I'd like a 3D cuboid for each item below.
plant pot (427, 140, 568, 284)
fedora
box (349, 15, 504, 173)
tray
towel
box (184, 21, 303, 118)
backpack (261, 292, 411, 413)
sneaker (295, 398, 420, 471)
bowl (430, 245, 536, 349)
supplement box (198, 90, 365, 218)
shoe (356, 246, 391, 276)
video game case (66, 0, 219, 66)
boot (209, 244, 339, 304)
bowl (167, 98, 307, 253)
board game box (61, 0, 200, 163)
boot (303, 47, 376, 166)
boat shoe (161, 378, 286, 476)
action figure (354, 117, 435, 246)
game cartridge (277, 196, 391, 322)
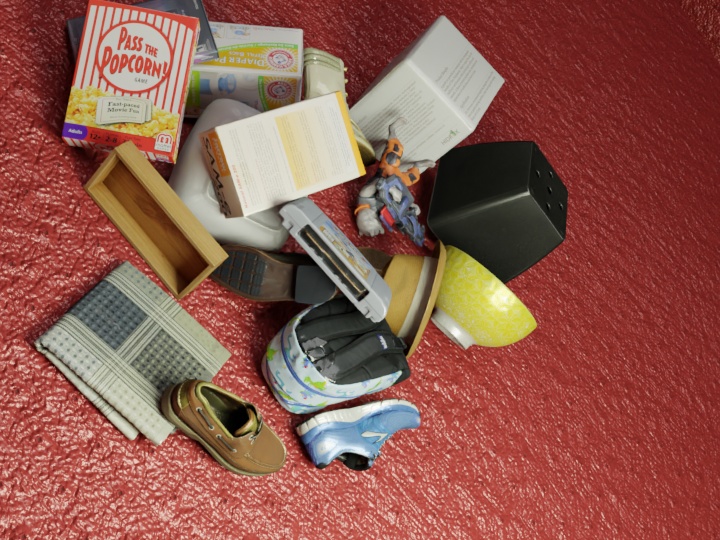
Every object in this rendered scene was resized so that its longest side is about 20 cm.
[{"bbox_3d":[0.256,-0.111,1.689,0.200,0.177,0.200,48,39,-32],"label":"plant pot"},{"bbox_3d":[0.065,0.038,1.461,0.082,0.201,0.201,18,48,-3],"label":"fedora"},{"bbox_3d":[0.111,-0.304,1.715,0.171,0.200,0.199,45,43,-11],"label":"box"},{"bbox_3d":[-0.274,-0.066,1.282,0.200,0.099,0.037,51,40,-1],"label":"tray"},{"bbox_3d":[-0.281,0.105,1.216,0.200,0.035,0.193,43,39,-7],"label":"towel"},{"bbox_3d":[-0.188,-0.299,1.452,0.200,0.113,0.101,3,56,-7],"label":"box"},{"bbox_3d":[-0.042,0.119,1.344,0.163,0.154,0.200,61,21,6],"label":"backpack"},{"bbox_3d":[0.004,0.235,1.349,0.200,0.079,0.089,-8,75,-35],"label":"sneaker"},{"bbox_3d":[0.178,0.064,1.571,0.200,0.200,0.108,43,86,-10],"label":"bowl"},{"bbox_3d":[-0.107,-0.161,1.329,0.200,0.074,0.126,-21,100,-27],"label":"supplement box"},{"bbox_3d":[0.000,0.000,1.523,0.200,0.053,0.070,12,33,-40],"label":"shoe"},{"bbox_3d":[-0.317,-0.335,1.389,0.200,0.019,0.143,-15,57,-8],"label":"video game case"},{"bbox_3d":[-0.120,0.006,1.371,0.200,0.075,0.097,14,6,12],"label":"boot"},{"bbox_3d":[-0.160,-0.134,1.384,0.200,0.075,0.200,28,76,-25],"label":"bowl"},{"bbox_3d":[-0.312,-0.259,1.316,0.151,0.046,0.200,9,82,-5],"label":"board game box"},{"bbox_3d":[-0.037,-0.268,1.606,0.200,0.072,0.155,33,46,-55],"label":"boot"},{"bbox_3d":[-0.155,0.201,1.201,0.200,0.068,0.072,37,46,-36],"label":"boat shoe"},{"bbox_3d":[0.053,-0.128,1.619,0.194,0.105,0.200,-60,147,-24],"label":"action figure"},{"bbox_3d":[-0.031,-0.020,1.331,0.200,0.042,0.133,48,14,-4],"label":"game cartridge"}]
